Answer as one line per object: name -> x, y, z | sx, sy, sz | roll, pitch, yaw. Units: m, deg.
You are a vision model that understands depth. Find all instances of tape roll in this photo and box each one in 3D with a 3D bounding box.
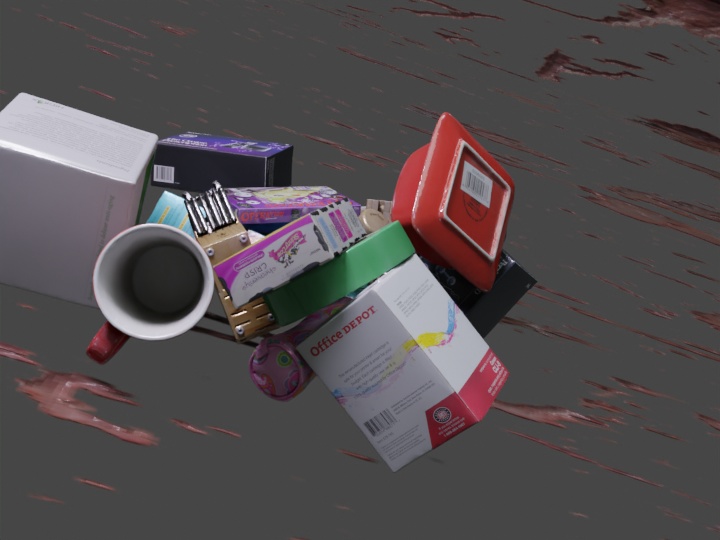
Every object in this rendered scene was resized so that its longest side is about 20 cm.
tape roll -> -0.028, 0.003, 1.199 | 0.048, 0.200, 0.200 | 60, 31, -3

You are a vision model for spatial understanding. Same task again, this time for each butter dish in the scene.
butter dish -> 0.111, -0.089, 1.349 | 0.148, 0.200, 0.200 | -7, -34, 43

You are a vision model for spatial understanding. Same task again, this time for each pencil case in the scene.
pencil case -> -0.063, 0.097, 1.235 | 0.087, 0.087, 0.200 | 30, 30, 16

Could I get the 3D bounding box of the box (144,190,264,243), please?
box -> -0.213, -0.036, 1.366 | 0.200, 0.082, 0.049 | 24, -13, 10

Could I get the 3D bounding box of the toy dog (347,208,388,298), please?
toy dog -> 0.000, 0.000, 1.349 | 0.096, 0.132, 0.200 | 2, 37, -35

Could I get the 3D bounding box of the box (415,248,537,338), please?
box -> 0.144, -0.004, 1.458 | 0.200, 0.148, 0.107 | 46, 8, 32

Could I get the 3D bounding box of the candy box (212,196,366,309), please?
candy box -> -0.080, -0.026, 1.148 | 0.061, 0.136, 0.200 | 61, 14, -4

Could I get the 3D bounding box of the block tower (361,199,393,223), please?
block tower -> 0.099, -0.085, 1.579 | 0.200, 0.054, 0.058 | 6, 6, 3

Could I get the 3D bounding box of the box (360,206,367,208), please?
box -> 0.010, -0.061, 1.642 | 0.200, 0.036, 0.144 | -8, 39, -42

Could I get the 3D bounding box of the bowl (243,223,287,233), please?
bowl -> -0.149, -0.096, 1.522 | 0.200, 0.039, 0.201 | 4, 14, -1

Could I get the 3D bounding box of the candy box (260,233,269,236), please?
candy box -> -0.106, -0.046, 1.469 | 0.200, 0.026, 0.102 | 1, 9, -16

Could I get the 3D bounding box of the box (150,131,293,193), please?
box -> -0.229, -0.177, 1.566 | 0.200, 0.079, 0.141 | 9, 15, 12

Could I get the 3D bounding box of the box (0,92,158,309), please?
box -> -0.391, -0.091, 1.225 | 0.200, 0.199, 0.171 | 16, 27, -8

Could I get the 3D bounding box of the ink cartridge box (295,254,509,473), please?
ink cartridge box -> 0.054, 0.110, 1.155 | 0.200, 0.145, 0.145 | 52, 31, -1

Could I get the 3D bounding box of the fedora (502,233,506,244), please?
fedora -> 0.164, -0.087, 1.670 | 0.201, 0.201, 0.092 | 31, 55, 19

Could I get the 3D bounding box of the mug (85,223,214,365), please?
mug -> -0.265, 0.020, 1.150 | 0.177, 0.134, 0.200 | -24, 4, -6

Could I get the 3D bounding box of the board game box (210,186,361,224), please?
board game box -> -0.114, -0.101, 1.421 | 0.200, 0.032, 0.120 | -4, 25, -30

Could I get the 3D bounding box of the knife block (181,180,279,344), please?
knife block -> -0.184, -0.019, 1.297 | 0.064, 0.200, 0.176 | -21, 19, -9

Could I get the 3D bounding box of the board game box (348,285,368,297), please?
board game box -> 0.006, 0.046, 1.446 | 0.135, 0.028, 0.200 | 11, 29, -22
